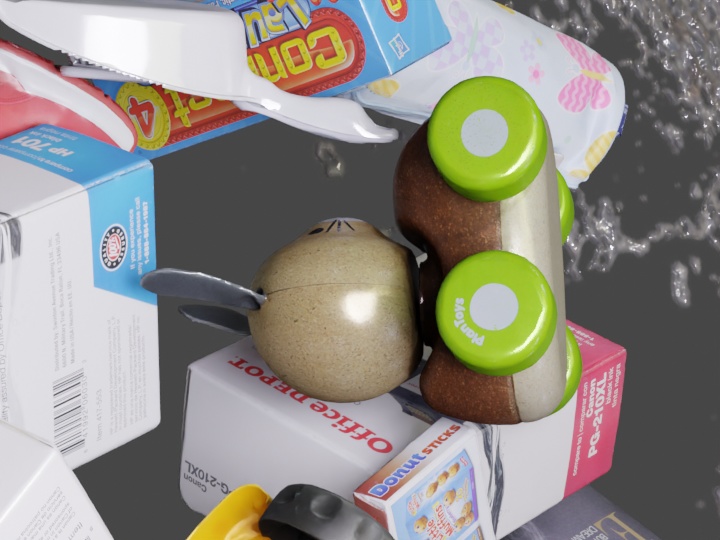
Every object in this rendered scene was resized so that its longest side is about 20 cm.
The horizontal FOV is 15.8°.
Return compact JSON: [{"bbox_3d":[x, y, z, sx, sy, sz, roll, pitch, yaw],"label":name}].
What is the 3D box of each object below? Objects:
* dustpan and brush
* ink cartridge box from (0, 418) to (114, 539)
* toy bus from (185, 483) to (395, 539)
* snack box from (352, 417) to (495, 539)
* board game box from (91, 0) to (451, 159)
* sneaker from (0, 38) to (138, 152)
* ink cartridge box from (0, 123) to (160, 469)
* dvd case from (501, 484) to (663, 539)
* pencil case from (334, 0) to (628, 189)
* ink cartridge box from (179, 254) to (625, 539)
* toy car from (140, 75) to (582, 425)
[{"bbox_3d":[-0.077,-0.100,1.266,0.140,0.198,0.058,-55,151,-81],"label":"dustpan and brush"},{"bbox_3d":[-0.171,0.178,1.172,0.145,0.084,0.201,-51,141,-24],"label":"ink cartridge box"},{"bbox_3d":[0.014,0.213,1.181,0.136,0.199,0.192,-55,137,-21],"label":"toy bus"},{"bbox_3d":[0.043,0.176,1.283,0.072,0.024,0.201,-36,128,-37],"label":"snack box"},{"bbox_3d":[-0.076,-0.173,1.325,0.056,0.199,0.197,-32,102,-47],"label":"board game box"},{"bbox_3d":[-0.207,-0.063,1.286,0.199,0.078,0.116,28,80,-37],"label":"sneaker"},{"bbox_3d":[-0.191,0.033,1.216,0.199,0.086,0.147,-24,125,-42],"label":"ink cartridge box"},{"bbox_3d":[0.149,0.194,1.477,0.200,0.016,0.148,37,34,24],"label":"dvd case"},{"bbox_3d":[0.064,-0.114,1.525,0.199,0.083,0.091,22,81,-38],"label":"pencil case"},{"bbox_3d":[0.022,0.081,1.377,0.199,0.144,0.085,-25,131,-43],"label":"ink cartridge box"},{"bbox_3d":[0.000,0.000,1.251,0.164,0.198,0.159,51,35,-74],"label":"toy car"}]
